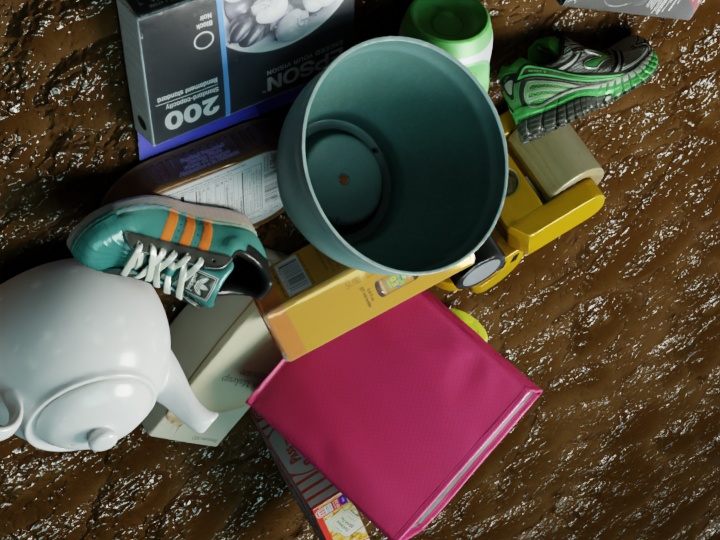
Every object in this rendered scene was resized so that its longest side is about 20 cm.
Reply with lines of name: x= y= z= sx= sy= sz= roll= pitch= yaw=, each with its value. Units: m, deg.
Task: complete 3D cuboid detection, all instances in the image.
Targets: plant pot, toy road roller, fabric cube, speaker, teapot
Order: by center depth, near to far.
plant pot: x=0.008 y=-0.087 z=1.588 sx=0.199 sy=0.201 sz=0.134 roll=-12 pitch=178 yaw=-31
teapot: x=-0.252 y=0.093 z=1.626 sx=0.199 sy=0.147 sz=0.198 roll=-23 pitch=150 yaw=-1
speaker: x=0.069 y=-0.156 z=1.680 sx=0.088 sy=0.089 sz=0.201 roll=-20 pitch=143 yaw=-22
fabric cube: x=0.038 y=0.126 z=1.816 sx=0.196 sy=0.199 sz=0.200 roll=-50 pitch=170 yaw=3
toy road roller: x=0.137 y=-0.060 z=1.834 sx=0.199 sy=0.123 sz=0.146 roll=-32 pitch=161 yaw=-5

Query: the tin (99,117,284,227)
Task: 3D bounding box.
tin: x=-0.136 y=-0.068 z=1.646 sx=0.199 sy=0.042 sz=0.112 roll=-23 pitch=143 yaw=-18

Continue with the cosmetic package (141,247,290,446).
cosmetic package: x=-0.129 y=0.073 z=1.798 sx=0.103 sy=0.073 sz=0.200 roll=14 pitch=121 yaw=-49

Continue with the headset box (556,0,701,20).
headset box: x=0.265 y=-0.310 z=1.672 sx=0.199 sy=0.075 sz=0.149 roll=-2 pitch=134 yaw=-40

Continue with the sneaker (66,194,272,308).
sneaker: x=-0.156 y=-0.012 z=1.591 sx=0.199 sy=0.080 sz=0.071 roll=1 pitch=135 yaw=-43

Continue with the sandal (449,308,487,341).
sandal: x=0.043 y=0.103 z=1.990 sx=0.199 sy=0.080 sz=0.087 roll=-18 pitch=147 yaw=-11

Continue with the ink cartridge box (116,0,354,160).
ink cartridge box: x=-0.098 y=-0.180 z=1.542 sx=0.197 sy=0.043 sz=0.200 roll=-24 pitch=146 yaw=-17

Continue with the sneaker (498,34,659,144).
sneaker: x=0.212 y=-0.193 z=1.767 sx=0.200 sy=0.086 sz=0.078 roll=-27 pitch=-178 yaw=-42

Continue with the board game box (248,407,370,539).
board game box: x=-0.048 y=0.234 z=1.996 sx=0.046 sy=0.152 sz=0.200 roll=-30 pitch=145 yaw=-8

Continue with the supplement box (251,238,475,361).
supplement box: x=0.000 y=0.000 z=1.689 sx=0.199 sy=0.069 sz=0.067 roll=-26 pitch=129 yaw=-1
